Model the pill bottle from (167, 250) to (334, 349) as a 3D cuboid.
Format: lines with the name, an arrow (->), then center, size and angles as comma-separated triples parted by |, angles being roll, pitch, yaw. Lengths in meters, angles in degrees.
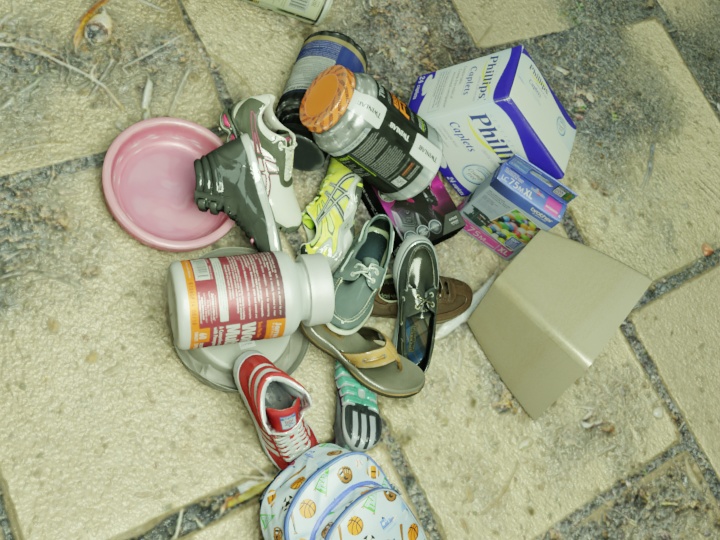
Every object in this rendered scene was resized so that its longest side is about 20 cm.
pill bottle -> -0.138, 0.034, 1.125 | 0.197, 0.110, 0.111 | -6, 70, -18

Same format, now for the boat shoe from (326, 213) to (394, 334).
boat shoe -> 0.000, 0.000, 1.221 | 0.072, 0.062, 0.201 | 23, 47, 2

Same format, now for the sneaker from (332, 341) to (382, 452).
sneaker -> -0.015, 0.179, 1.227 | 0.073, 0.088, 0.201 | 21, 37, -12

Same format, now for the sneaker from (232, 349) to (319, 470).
sneaker -> -0.088, 0.199, 1.117 | 0.071, 0.112, 0.202 | -34, 112, -17

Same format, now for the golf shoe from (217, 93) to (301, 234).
golf shoe -> -0.126, -0.150, 1.267 | 0.202, 0.087, 0.077 | 63, 25, -9

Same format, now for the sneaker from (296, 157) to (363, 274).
sneaker -> -0.046, -0.096, 1.321 | 0.075, 0.075, 0.203 | 14, 62, -18

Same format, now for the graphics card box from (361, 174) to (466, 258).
graphics card box -> 0.064, -0.126, 1.395 | 0.124, 0.051, 0.202 | -23, 79, -30

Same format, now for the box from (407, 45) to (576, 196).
box -> 0.199, -0.222, 1.374 | 0.184, 0.198, 0.106 | 44, 54, -36

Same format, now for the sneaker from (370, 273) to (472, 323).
sneaker -> 0.090, 0.037, 1.321 | 0.197, 0.076, 0.072 | -3, 69, -24

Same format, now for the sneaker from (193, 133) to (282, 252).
sneaker -> -0.168, -0.076, 1.208 | 0.098, 0.071, 0.203 | -18, 86, -5

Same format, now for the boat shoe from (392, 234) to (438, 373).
boat shoe -> 0.083, 0.053, 1.258 | 0.068, 0.057, 0.203 | -4, 110, -19

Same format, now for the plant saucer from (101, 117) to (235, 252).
plant saucer -> -0.263, -0.115, 1.248 | 0.197, 0.051, 0.204 | 10, 64, -20

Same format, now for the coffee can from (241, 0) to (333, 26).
coffee can -> -0.139, -0.487, 1.407 | 0.197, 0.146, 0.149 | 14, 63, -18

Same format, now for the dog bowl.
dog bowl -> -0.165, 0.072, 1.205 | 0.197, 0.059, 0.203 | 9, 65, -19

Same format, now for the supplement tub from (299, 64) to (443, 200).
supplement tub -> 0.016, -0.196, 1.268 | 0.199, 0.122, 0.124 | 31, 56, -37

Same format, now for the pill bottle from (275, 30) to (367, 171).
pill bottle -> -0.065, -0.256, 1.360 | 0.111, 0.112, 0.202 | 24, 61, -12

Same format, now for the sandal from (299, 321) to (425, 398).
sandal -> 0.008, 0.101, 1.204 | 0.199, 0.055, 0.082 | 38, 39, -4

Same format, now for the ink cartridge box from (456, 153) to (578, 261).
ink cartridge box -> 0.231, -0.093, 1.365 | 0.118, 0.200, 0.042 | 33, 60, -6

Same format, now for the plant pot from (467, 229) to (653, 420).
plant pot -> 0.279, 0.065, 1.334 | 0.177, 0.201, 0.200 | 40, 58, 11

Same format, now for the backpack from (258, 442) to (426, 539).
backpack -> -0.026, 0.316, 1.088 | 0.200, 0.153, 0.192 | -42, 107, -32
